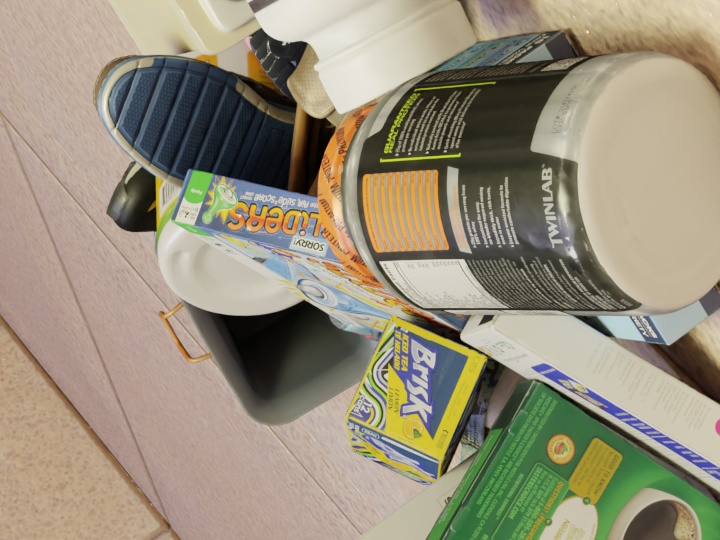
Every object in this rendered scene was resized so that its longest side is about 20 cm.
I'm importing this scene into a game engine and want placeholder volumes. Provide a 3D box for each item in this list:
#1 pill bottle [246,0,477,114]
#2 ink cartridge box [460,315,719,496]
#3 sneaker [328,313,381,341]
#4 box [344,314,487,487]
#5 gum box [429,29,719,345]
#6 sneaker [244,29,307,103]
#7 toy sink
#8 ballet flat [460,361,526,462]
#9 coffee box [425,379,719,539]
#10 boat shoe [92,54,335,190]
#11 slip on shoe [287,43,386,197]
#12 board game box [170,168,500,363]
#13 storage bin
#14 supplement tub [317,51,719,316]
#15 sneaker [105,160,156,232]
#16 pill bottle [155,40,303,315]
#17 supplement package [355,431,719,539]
[{"bbox_3d":[-0.021,-0.187,1.348,0.201,0.111,0.111,62,166,-6],"label":"pill bottle"},{"bbox_3d":[0.153,0.073,1.465,0.200,0.037,0.095,33,171,-4],"label":"ink cartridge box"},{"bbox_3d":[0.018,0.012,1.747,0.079,0.095,0.200,44,162,40],"label":"sneaker"},{"bbox_3d":[0.034,0.083,1.590,0.064,0.070,0.200,24,172,5],"label":"box"},{"bbox_3d":[0.102,-0.044,1.440,0.170,0.044,0.200,59,166,-11],"label":"gum box"},{"bbox_3d":[-0.052,-0.173,1.658,0.200,0.070,0.082,52,-170,7],"label":"sneaker"},{"bbox_3d":[-0.073,-0.197,1.499,0.112,0.130,0.200,57,165,-10],"label":"toy sink"},{"bbox_3d":[0.098,0.097,1.773,0.074,0.074,0.200,47,166,29],"label":"ballet flat"},{"bbox_3d":[0.144,0.167,1.497,0.200,0.123,0.044,33,169,-10],"label":"coffee box"},{"bbox_3d":[-0.087,-0.084,1.541,0.200,0.072,0.072,21,-172,-44],"label":"boat shoe"},{"bbox_3d":[-0.009,-0.107,1.479,0.200,0.060,0.076,96,155,-49],"label":"slip on shoe"},{"bbox_3d":[0.000,0.000,1.525,0.135,0.035,0.200,13,169,35],"label":"board game box"},{"bbox_3d":[-0.091,0.003,2.043,0.200,0.145,0.134,61,175,-23],"label":"storage bin"},{"bbox_3d":[0.077,-0.039,1.266,0.200,0.123,0.123,1,127,50],"label":"supplement tub"},{"bbox_3d":[-0.081,-0.054,1.790,0.090,0.200,0.070,44,126,20],"label":"sneaker"},{"bbox_3d":[-0.076,-0.081,1.686,0.111,0.111,0.201,72,-170,-51],"label":"pill bottle"},{"bbox_3d":[0.100,0.169,1.617,0.120,0.200,0.121,53,167,10],"label":"supplement package"}]
